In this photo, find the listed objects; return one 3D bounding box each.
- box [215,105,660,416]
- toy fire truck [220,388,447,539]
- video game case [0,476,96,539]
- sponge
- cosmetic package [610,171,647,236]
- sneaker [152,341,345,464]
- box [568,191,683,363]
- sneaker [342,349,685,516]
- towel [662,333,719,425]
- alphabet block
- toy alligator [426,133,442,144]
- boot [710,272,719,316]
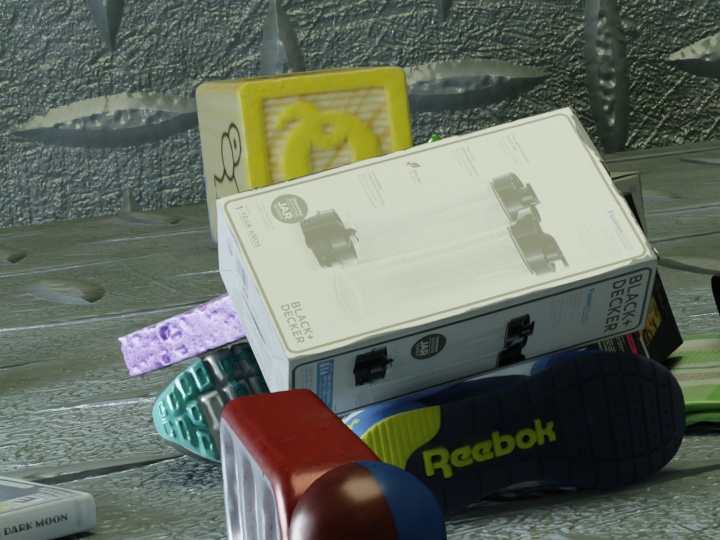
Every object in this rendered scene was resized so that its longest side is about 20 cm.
[{"bbox_3d":[0.038,-0.003,1.203,0.200,0.060,0.117,-16,53,-14],"label":"box"},{"bbox_3d":[-0.004,0.119,0.528,0.112,0.168,0.200,-7,6,-8],"label":"toy fire truck"},{"bbox_3d":[-0.269,0.136,1.260,0.182,0.023,0.200,-11,8,-37],"label":"video game case"},{"bbox_3d":[-0.038,0.012,1.356,0.200,0.030,0.111,-20,2,42],"label":"sponge"},{"bbox_3d":[0.141,-0.027,1.982,0.200,0.105,0.071,-2,9,43],"label":"cosmetic package"},{"bbox_3d":[-0.050,0.082,1.416,0.200,0.078,0.091,-7,-11,-42],"label":"sneaker"},{"bbox_3d":[0.102,0.030,1.391,0.122,0.106,0.200,-20,1,20],"label":"box"},{"bbox_3d":[0.074,0.081,1.225,0.200,0.074,0.082,-7,4,-22],"label":"sneaker"},{"bbox_3d":[0.232,0.069,1.423,0.149,0.031,0.200,-5,8,25],"label":"towel"},{"bbox_3d":[-0.061,-0.124,2.616,0.196,0.196,0.200,-9,8,-16],"label":"alphabet block"},{"bbox_3d":[0.000,0.000,1.432,0.059,0.200,0.054,40,37,12],"label":"toy alligator"},{"bbox_3d":[0.323,-0.002,1.418,0.200,0.069,0.188,-18,-5,1],"label":"boot"}]
